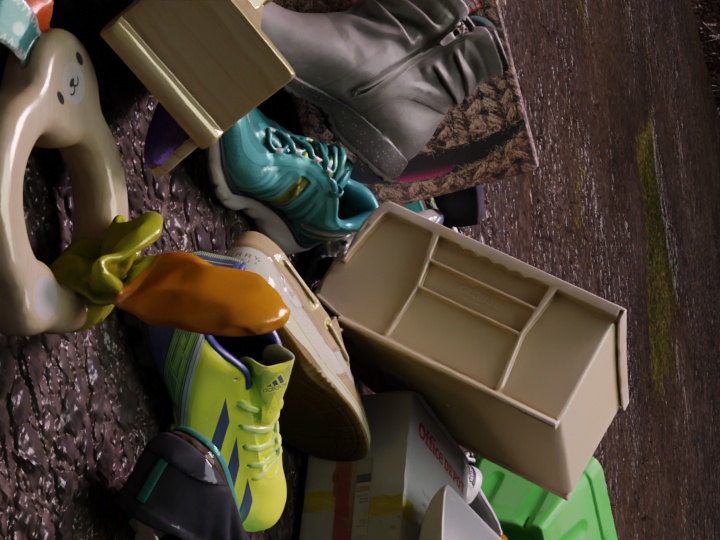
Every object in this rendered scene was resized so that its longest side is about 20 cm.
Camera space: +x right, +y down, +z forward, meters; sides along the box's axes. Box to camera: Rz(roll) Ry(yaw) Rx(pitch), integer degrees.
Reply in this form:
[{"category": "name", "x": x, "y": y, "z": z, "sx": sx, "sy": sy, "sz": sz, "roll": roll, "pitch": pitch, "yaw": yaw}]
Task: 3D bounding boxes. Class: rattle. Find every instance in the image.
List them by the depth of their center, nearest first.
[{"category": "rattle", "x": -0.122, "y": -0.069, "z": 0.786, "sx": 0.130, "sy": 0.142, "sz": 0.202, "roll": -1, "pitch": 91, "yaw": -52}]

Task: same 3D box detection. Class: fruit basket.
[{"category": "fruit basket", "x": 0.185, "y": 0.248, "z": 1.567, "sx": 0.215, "sy": 0.155, "sz": 0.218, "roll": -6, "pitch": 97, "yaw": -55}]

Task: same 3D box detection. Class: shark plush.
[{"category": "shark plush", "x": 0.000, "y": 0.000, "z": 1.216, "sx": 0.200, "sy": 0.090, "sz": 0.084, "roll": -63, "pitch": 172, "yaw": -65}]

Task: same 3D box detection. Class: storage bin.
[{"category": "storage bin", "x": 0.083, "y": 0.060, "z": 1.165, "sx": 0.094, "sy": 0.198, "sz": 0.200, "roll": -59, "pitch": 161, "yaw": -14}]

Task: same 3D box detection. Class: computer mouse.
[{"category": "computer mouse", "x": 0.070, "y": -0.073, "z": 1.421, "sx": 0.200, "sy": 0.052, "sz": 0.140, "roll": 124, "pitch": -43, "yaw": -85}]

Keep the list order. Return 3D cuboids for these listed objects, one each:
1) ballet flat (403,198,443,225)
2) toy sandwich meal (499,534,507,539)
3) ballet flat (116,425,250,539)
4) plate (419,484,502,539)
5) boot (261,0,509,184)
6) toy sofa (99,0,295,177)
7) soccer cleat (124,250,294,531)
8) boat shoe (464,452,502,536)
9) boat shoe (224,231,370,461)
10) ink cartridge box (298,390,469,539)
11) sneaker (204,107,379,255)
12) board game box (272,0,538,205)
[{"category": "ballet flat", "x": 0.051, "y": -0.010, "z": 1.362, "sx": 0.074, "sy": 0.074, "sz": 0.201, "roll": -68, "pitch": 150, "yaw": -53}, {"category": "toy sandwich meal", "x": 0.092, "y": 0.308, "z": 1.350, "sx": 0.204, "sy": 0.070, "sz": 0.207, "roll": -26, "pitch": 127, "yaw": -40}, {"category": "ballet flat", "x": -0.089, "y": 0.166, "z": 0.920, "sx": 0.201, "sy": 0.072, "sz": 0.073, "roll": 70, "pitch": 23, "yaw": -49}, {"category": "plate", "x": 0.069, "y": 0.271, "z": 1.123, "sx": 0.200, "sy": 0.032, "sz": 0.201, "roll": 49, "pitch": 40, "yaw": -59}, {"category": "boot", "x": -0.004, "y": -0.164, "z": 1.072, "sx": 0.200, "sy": 0.131, "sz": 0.068, "roll": 40, "pitch": 4, "yaw": -23}, {"category": "toy sofa", "x": -0.097, "y": -0.141, "z": 0.906, "sx": 0.083, "sy": 0.097, "sz": 0.200, "roll": 50, "pitch": 15, "yaw": -21}, {"category": "soccer cleat", "x": -0.072, "y": 0.077, "z": 0.951, "sx": 0.065, "sy": 0.083, "sz": 0.201, "roll": -70, "pitch": 148, "yaw": -52}, {"category": "boat shoe", "x": 0.069, "y": 0.171, "z": 1.347, "sx": 0.200, "sy": 0.066, "sz": 0.074, "roll": 59, "pitch": 31, "yaw": -50}, {"category": "boat shoe", "x": -0.039, "y": 0.053, "z": 1.069, "sx": 0.201, "sy": 0.073, "sz": 0.067, "roll": 63, "pitch": 33, "yaw": -45}, {"category": "ink cartridge box", "x": 0.017, "y": 0.208, "z": 1.163, "sx": 0.145, "sy": 0.083, "sz": 0.201, "roll": 56, "pitch": 35, "yaw": -53}, {"category": "sneaker", "x": -0.047, "y": -0.073, "z": 1.075, "sx": 0.200, "sy": 0.079, "sz": 0.078, "roll": 42, "pitch": 45, "yaw": -61}, {"category": "board game box", "x": 0.026, "y": -0.159, "z": 1.161, "sx": 0.097, "sy": 0.158, "sz": 0.201, "roll": -94, "pitch": 168, "yaw": -61}]
